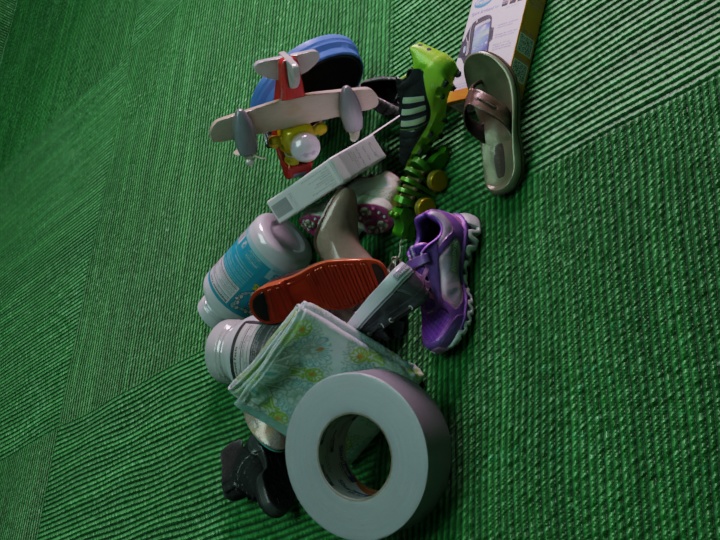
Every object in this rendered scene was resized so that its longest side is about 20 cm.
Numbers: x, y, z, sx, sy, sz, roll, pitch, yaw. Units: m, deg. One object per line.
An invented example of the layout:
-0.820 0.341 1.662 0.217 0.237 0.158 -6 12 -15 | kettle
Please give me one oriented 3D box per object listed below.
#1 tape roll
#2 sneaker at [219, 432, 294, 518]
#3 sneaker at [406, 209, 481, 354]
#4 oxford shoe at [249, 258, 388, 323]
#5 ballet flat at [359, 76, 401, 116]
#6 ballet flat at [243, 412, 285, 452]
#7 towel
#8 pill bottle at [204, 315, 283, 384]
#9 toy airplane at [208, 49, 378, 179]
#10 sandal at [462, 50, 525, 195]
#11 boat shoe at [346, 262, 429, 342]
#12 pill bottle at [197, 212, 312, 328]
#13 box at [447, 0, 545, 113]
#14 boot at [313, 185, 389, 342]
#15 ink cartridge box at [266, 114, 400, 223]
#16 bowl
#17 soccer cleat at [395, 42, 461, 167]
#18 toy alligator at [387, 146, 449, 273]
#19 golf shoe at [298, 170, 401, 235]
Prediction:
0.008 0.221 1.357 0.200 0.066 0.201 0 90 31 | tape roll
-0.156 0.305 1.618 0.104 0.060 0.200 -50 31 19 | sneaker
0.095 0.007 1.438 0.080 0.088 0.200 -18 56 46 | sneaker
-0.053 0.015 1.520 0.200 0.071 0.073 -12 17 20 | oxford shoe
0.068 -0.262 1.674 0.200 0.057 0.067 5 75 55 | ballet flat
-0.143 0.184 1.657 0.200 0.068 0.067 -125 44 -52 | ballet flat
-0.046 0.148 1.442 0.171 0.200 0.048 -50 19 22 | towel
-0.115 0.121 1.566 0.200 0.116 0.117 2 70 39 | pill bottle
-0.094 -0.224 1.661 0.200 0.199 0.141 -42 50 21 | toy airplane
0.167 -0.197 1.458 0.080 0.057 0.201 -30 63 49 | sandal
0.035 0.058 1.435 0.070 0.066 0.200 -44 -5 -36 | boat shoe
-0.175 0.010 1.784 0.200 0.111 0.111 -46 38 27 | pill bottle
0.193 -0.322 1.559 0.119 0.041 0.200 -4 64 53 | box
0.000 0.000 1.560 0.146 0.070 0.200 29 114 37 | boot
-0.026 -0.154 1.682 0.176 0.045 0.200 -35 5 -34 | ink cartridge box
-0.082 -0.289 1.788 0.201 0.200 0.039 -46 69 26 | bowl
0.082 -0.230 1.563 0.081 0.067 0.200 40 142 19 | soccer cleat
0.066 -0.089 1.568 0.059 0.054 0.200 23 88 57 | toy alligator
-0.012 -0.095 1.676 0.200 0.075 0.092 -8 50 47 | golf shoe
